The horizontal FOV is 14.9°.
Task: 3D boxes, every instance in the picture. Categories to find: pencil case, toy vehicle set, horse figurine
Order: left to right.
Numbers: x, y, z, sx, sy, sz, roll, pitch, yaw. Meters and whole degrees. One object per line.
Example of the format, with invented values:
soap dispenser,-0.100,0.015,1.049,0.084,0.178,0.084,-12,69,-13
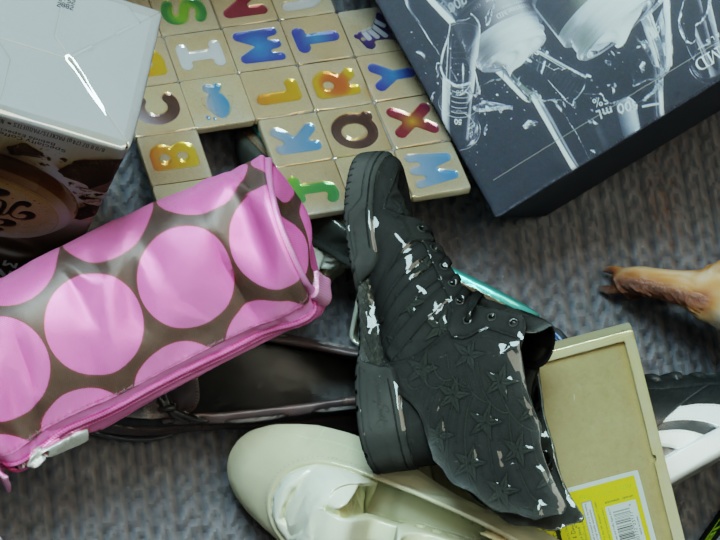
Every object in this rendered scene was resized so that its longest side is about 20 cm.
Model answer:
pencil case,-0.110,0.025,1.353,0.199,0.091,0.094,-28,61,0
toy vehicle set,0.103,0.140,1.410,0.124,0.027,0.201,-14,95,2
horse figurine,0.229,0.032,1.463,0.132,0.200,0.050,10,107,-25

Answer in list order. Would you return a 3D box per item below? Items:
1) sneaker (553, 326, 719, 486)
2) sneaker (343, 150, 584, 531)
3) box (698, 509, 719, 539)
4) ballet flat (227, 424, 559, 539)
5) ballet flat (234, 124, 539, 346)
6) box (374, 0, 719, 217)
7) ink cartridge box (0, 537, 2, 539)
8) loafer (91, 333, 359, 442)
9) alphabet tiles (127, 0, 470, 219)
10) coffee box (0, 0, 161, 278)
sneaker,0.146,0.065,1.477,0.199,0.073,0.112,-27,82,-21
sneaker,0.051,0.032,1.363,0.104,0.060,0.201,-7,71,15
box,0.271,0.192,1.489,0.193,0.048,0.200,40,66,-3
ballet flat,0.015,0.129,1.370,0.199,0.070,0.070,18,66,17
ballet flat,0.000,0.000,1.452,0.200,0.068,0.069,35,93,16
box,0.123,-0.155,1.471,0.199,0.104,0.183,-32,82,17
ink cartridge box,-0.222,0.195,1.322,0.144,0.084,0.200,-33,84,-23
loafer,-0.075,0.051,1.423,0.199,0.063,0.072,6,71,-14
alphabet tiles,-0.049,-0.106,1.471,0.166,0.008,0.201,-10,55,-17
coffee box,-0.178,-0.068,1.356,0.112,0.200,0.080,16,66,-10
